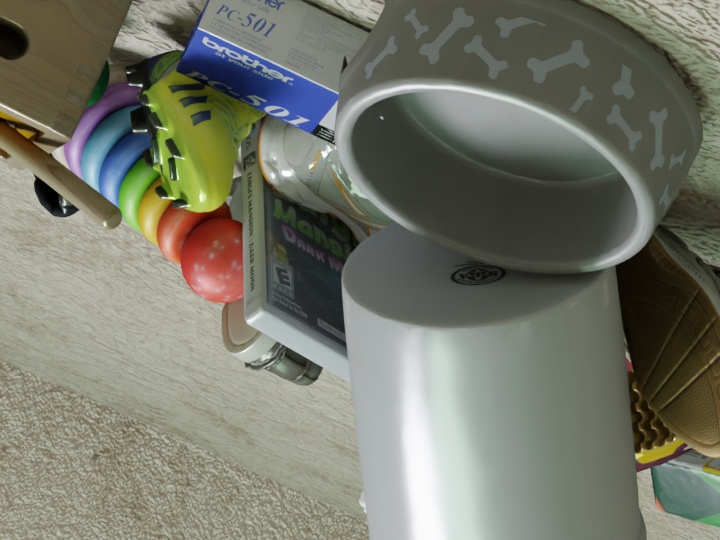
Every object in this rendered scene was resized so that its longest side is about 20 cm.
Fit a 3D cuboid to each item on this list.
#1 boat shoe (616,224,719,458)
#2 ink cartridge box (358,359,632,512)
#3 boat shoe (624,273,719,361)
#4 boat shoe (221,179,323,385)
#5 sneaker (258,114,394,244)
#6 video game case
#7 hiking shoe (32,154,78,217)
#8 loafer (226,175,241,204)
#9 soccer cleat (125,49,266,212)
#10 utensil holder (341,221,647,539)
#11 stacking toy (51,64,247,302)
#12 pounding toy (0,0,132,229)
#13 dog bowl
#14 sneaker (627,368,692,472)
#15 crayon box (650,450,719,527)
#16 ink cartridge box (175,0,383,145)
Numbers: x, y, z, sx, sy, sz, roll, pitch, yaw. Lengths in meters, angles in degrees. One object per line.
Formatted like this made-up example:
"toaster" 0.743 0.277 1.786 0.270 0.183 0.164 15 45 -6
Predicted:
"boat shoe" 0.193 0.029 1.253 0.069 0.071 0.201 15 -144 -38
"ink cartridge box" 0.107 0.115 1.593 0.146 0.201 0.083 29 166 -28
"boat shoe" 0.215 0.050 1.452 0.073 0.064 0.201 23 167 -6
"boat shoe" -0.052 -0.005 1.432 0.060 0.203 0.072 35 123 -27
"sneaker" 0.031 -0.046 1.365 0.199 0.076 0.092 28 160 -33
"video game case" 0.000 0.000 1.405 0.023 0.183 0.199 -34 131 31
"hiking shoe" -0.190 -0.077 1.537 0.199 0.101 0.076 32 168 -33
"loafer" -0.043 -0.017 1.548 0.199 0.070 0.070 22 144 43
"soccer cleat" -0.093 -0.091 1.283 0.083 0.065 0.200 -8 -158 -10
"utensil holder" 0.076 0.083 1.240 0.169 0.170 0.201 13 124 35
"stacking toy" -0.130 -0.051 1.407 0.200 0.085 0.085 48 -174 39
"pounding toy" -0.232 -0.123 1.329 0.199 0.143 0.184 27 167 -16
"dog bowl" 0.076 -0.068 1.116 0.198 0.059 0.200 16 154 8
"sneaker" 0.140 0.118 1.445 0.198 0.076 0.090 -10 160 18
"crayon box" 0.321 0.142 1.509 0.199 0.127 0.051 12 122 41
"ink cartridge box" -0.004 -0.104 1.239 0.199 0.045 0.094 25 166 -8
